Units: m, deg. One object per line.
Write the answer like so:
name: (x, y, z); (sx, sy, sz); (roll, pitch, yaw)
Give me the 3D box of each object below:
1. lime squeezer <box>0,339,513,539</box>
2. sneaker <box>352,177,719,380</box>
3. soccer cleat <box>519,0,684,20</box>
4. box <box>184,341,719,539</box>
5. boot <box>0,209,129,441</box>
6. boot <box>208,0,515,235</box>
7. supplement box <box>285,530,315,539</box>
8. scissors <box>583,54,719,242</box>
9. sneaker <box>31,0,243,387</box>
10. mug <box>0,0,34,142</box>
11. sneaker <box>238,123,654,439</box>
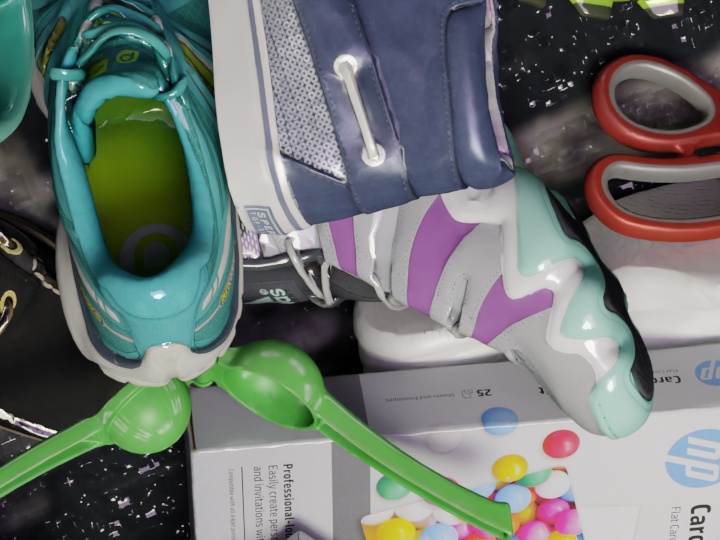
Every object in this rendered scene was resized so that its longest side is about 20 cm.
lime squeezer: (-0.052, 0.058, 0.936); (0.199, 0.038, 0.071); (-2, 81, -6)
sneaker: (0.099, 0.027, 1.038); (0.199, 0.075, 0.089); (-11, 122, -2)
soccer cleat: (0.134, -0.140, 0.997); (0.199, 0.065, 0.084); (-9, 80, -6)
box: (0.039, 0.102, 1.022); (0.199, 0.041, 0.156); (-5, 129, -6)
boot: (-0.142, 0.015, 0.925); (0.200, 0.151, 0.073); (41, 96, -23)
boot: (-0.005, -0.115, 0.920); (0.090, 0.073, 0.201); (-9, 85, 11)
supplement box: (-0.050, 0.188, 1.011); (0.109, 0.061, 0.200); (36, 123, -22)
scissors: (0.173, -0.044, 1.034); (0.199, 0.014, 0.073); (0, 64, -16)
sneaker: (-0.072, -0.064, 0.917); (0.077, 0.080, 0.201); (-11, 71, -4)
mug: (-0.148, -0.137, 0.875); (0.152, 0.114, 0.186); (18, 97, 18)
sneaker: (0.000, 0.000, 0.968); (0.140, 0.078, 0.200); (-36, 71, 8)
